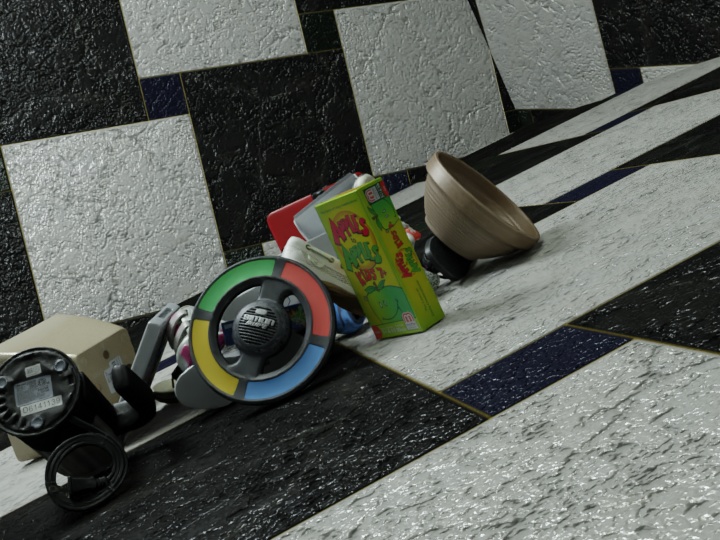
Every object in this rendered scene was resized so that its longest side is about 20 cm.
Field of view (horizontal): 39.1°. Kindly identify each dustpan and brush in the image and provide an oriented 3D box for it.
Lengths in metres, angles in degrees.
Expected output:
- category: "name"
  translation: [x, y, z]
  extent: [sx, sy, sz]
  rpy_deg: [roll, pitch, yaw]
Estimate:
- category: "dustpan and brush"
  translation: [-0.007, -0.056, 1.790]
  extent: [0.140, 0.200, 0.057]
  rpy_deg: [-38, 36, 3]

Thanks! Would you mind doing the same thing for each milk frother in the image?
- category: "milk frother"
  translation: [-0.359, 0.224, 1.289]
  extent: [0.180, 0.200, 0.188]
  rpy_deg: [-1, -27, 6]

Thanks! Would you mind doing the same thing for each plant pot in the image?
- category: "plant pot"
  translation: [-0.485, 0.190, 1.728]
  extent: [0.177, 0.200, 0.200]
  rpy_deg: [-9, 14, 30]
- category: "plant pot"
  translation: [0.163, -0.080, 1.516]
  extent: [0.093, 0.201, 0.201]
  rpy_deg: [-52, -1, 17]

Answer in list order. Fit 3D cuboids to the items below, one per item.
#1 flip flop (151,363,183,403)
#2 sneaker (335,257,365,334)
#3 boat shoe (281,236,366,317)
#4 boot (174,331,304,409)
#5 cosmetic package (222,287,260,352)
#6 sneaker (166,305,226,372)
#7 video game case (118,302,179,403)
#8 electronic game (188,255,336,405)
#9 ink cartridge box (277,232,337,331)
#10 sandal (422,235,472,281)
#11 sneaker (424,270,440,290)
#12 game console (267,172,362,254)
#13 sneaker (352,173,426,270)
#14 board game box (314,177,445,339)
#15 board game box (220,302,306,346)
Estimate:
- category: "flip flop"
  translation: [-0.259, 0.164, 1.606]
  extent: [0.200, 0.058, 0.081]
  rpy_deg: [-19, 10, 43]
- category: "sneaker"
  translation: [0.000, 0.000, 1.525]
  extent: [0.078, 0.066, 0.200]
  rpy_deg: [-19, 53, 55]
- category: "boat shoe"
  translation: [-0.020, 0.010, 1.411]
  extent: [0.071, 0.200, 0.069]
  rpy_deg: [-19, 51, 54]
- category: "boot"
  translation: [-0.175, 0.145, 1.458]
  extent: [0.200, 0.074, 0.096]
  rpy_deg: [-19, -1, -19]
- category: "cosmetic package"
  translation: [-0.186, 0.079, 1.802]
  extent: [0.200, 0.102, 0.071]
  rpy_deg: [-30, 9, -30]
- category: "sneaker"
  translation: [-0.250, 0.101, 1.503]
  extent: [0.081, 0.088, 0.200]
  rpy_deg: [-61, 2, 3]
- category: "video game case"
  translation: [-0.331, 0.156, 1.544]
  extent: [0.182, 0.024, 0.200]
  rpy_deg: [-102, 33, -83]
- category: "electronic game"
  translation: [-0.128, 0.076, 1.313]
  extent: [0.200, 0.200, 0.042]
  rpy_deg: [-25, -24, 5]
- category: "ink cartridge box"
  translation: [-0.069, 0.015, 1.686]
  extent: [0.145, 0.088, 0.200]
  rpy_deg: [-28, -12, -20]
- category: "sandal"
  translation: [0.132, -0.016, 1.554]
  extent: [0.048, 0.075, 0.200]
  rpy_deg: [-34, -5, 20]
- category: "sneaker"
  translation: [0.066, 0.026, 1.554]
  extent: [0.088, 0.077, 0.200]
  rpy_deg: [5, -2, -14]
- category: "game console"
  translation: [-0.044, -0.055, 1.884]
  extent: [0.172, 0.200, 0.119]
  rpy_deg: [-30, 9, -37]
- category: "sneaker"
  translation: [0.056, -0.073, 1.712]
  extent: [0.093, 0.200, 0.070]
  rpy_deg: [-12, 7, 35]
- category: "board game box"
  translation: [0.024, -0.013, 1.335]
  extent: [0.048, 0.200, 0.102]
  rpy_deg: [-30, 9, -35]
- category: "board game box"
  translation: [-0.123, 0.073, 1.454]
  extent: [0.135, 0.035, 0.200]
  rpy_deg: [-15, -1, -4]
